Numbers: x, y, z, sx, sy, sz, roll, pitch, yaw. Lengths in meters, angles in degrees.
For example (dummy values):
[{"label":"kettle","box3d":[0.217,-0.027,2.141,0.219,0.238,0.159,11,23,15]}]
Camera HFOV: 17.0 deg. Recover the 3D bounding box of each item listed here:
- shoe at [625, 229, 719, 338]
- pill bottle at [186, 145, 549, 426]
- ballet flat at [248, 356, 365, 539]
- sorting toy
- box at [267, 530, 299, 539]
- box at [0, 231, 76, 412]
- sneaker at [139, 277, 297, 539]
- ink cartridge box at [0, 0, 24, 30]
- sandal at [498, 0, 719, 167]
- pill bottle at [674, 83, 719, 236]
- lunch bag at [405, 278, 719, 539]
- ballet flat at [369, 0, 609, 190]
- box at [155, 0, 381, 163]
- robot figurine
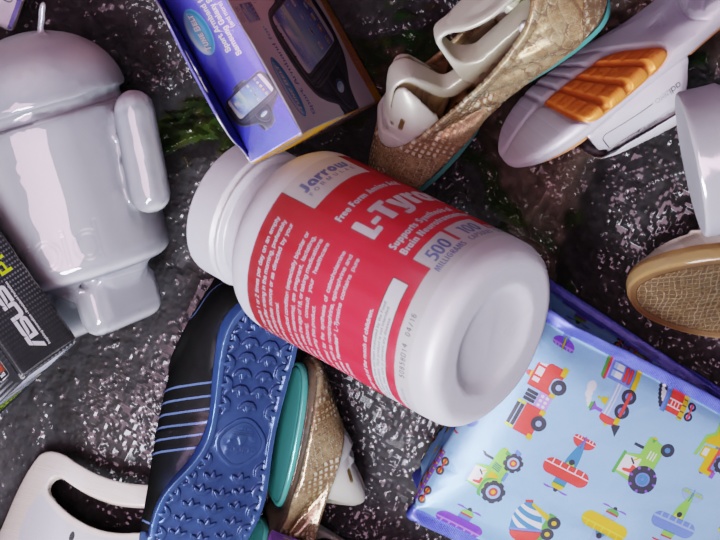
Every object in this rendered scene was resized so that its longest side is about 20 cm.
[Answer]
[{"label":"shoe","box3d":[0.254,-0.006,1.406,0.198,0.054,0.070,-7,130,19]},{"label":"pill bottle","box3d":[0.000,0.000,1.375,0.199,0.112,0.113,27,106,32]},{"label":"ballet flat","box3d":[-0.033,0.152,1.500,0.065,0.071,0.201,11,106,-15]},{"label":"sorting toy","box3d":[-0.171,0.214,1.533,0.198,0.107,0.182,11,82,12]},{"label":"box","box3d":[0.012,0.258,1.472,0.199,0.039,0.138,21,103,-7]},{"label":"box","box3d":[-0.264,0.018,1.475,0.161,0.044,0.200,54,149,0]},{"label":"sneaker","box3d":[-0.092,0.099,1.490,0.070,0.078,0.201,16,102,-24]},{"label":"ink cartridge box","box3d":[-0.265,-0.277,1.491,0.199,0.043,0.198,25,104,5]},{"label":"sandal","box3d":[0.174,-0.113,1.391,0.206,0.079,0.059,-38,117,5]},{"label":"pill bottle","box3d":[0.279,-0.078,1.332,0.198,0.111,0.112,-11,96,3]},{"label":"lunch bag","box3d":[0.150,0.121,1.436,0.199,0.094,0.151,30,102,-2]},{"label":"ballet flat","box3d":[0.056,-0.117,1.400,0.065,0.071,0.200,28,122,-33]},{"label":"box","box3d":[-0.054,-0.130,1.379,0.041,0.200,0.120,-29,92,16]},{"label":"robot figurine","box3d":[-0.185,-0.059,1.468,0.169,0.113,0.202,-14,96,32]}]
